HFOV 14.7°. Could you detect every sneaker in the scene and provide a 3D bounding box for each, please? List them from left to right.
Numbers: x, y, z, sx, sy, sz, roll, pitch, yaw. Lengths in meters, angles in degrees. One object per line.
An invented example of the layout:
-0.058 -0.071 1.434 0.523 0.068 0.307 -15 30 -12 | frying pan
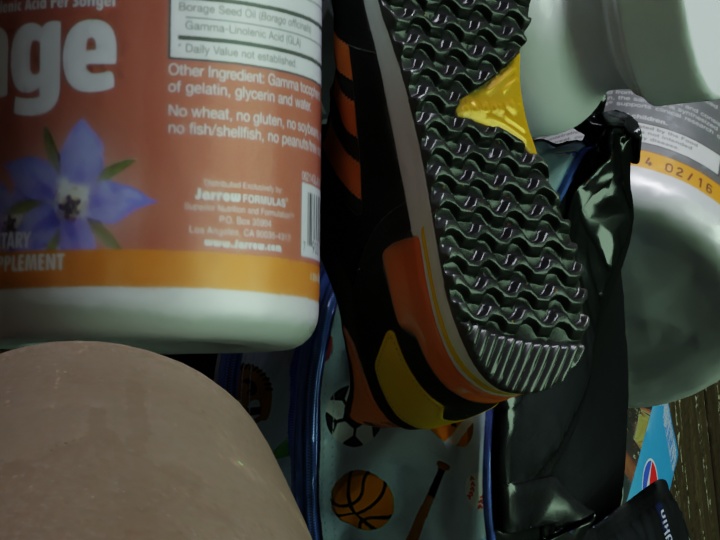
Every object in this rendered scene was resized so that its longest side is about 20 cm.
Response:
0.007 -0.048 0.867 0.070 0.090 0.201 5 68 -41 | sneaker

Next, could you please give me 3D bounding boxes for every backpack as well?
0.029 0.055 0.975 0.191 0.153 0.201 -63 145 -68 | backpack

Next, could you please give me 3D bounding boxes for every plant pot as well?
-0.076 0.112 0.731 0.175 0.199 0.201 -94 170 -52 | plant pot

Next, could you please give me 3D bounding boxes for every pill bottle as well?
-0.067 -0.077 0.837 0.112 0.112 0.201 14 76 -69 | pill bottle
0.024 -0.102 0.959 0.116 0.199 0.117 -2 90 -70 | pill bottle
0.114 -0.049 1.138 0.201 0.116 0.117 -73 153 -48 | pill bottle

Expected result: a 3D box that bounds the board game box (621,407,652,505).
0.072 0.009 1.173 0.135 0.035 0.200 45 36 -18 | board game box

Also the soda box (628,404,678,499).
0.102 0.131 1.356 0.200 0.067 0.064 -67 150 -49 | soda box
